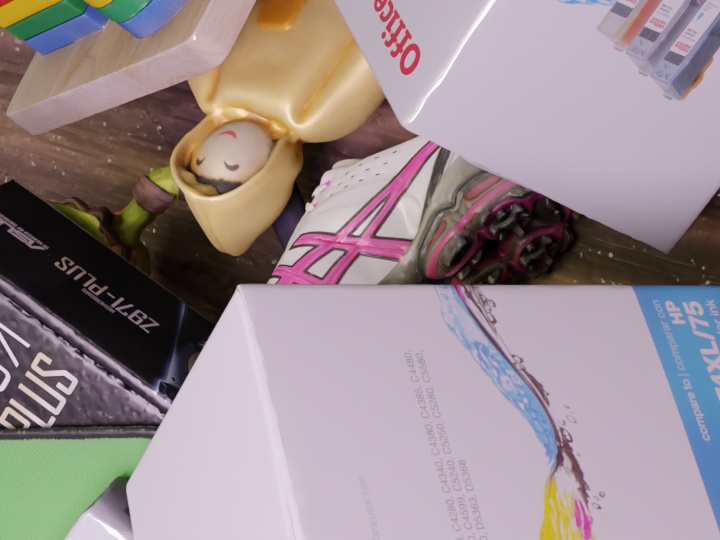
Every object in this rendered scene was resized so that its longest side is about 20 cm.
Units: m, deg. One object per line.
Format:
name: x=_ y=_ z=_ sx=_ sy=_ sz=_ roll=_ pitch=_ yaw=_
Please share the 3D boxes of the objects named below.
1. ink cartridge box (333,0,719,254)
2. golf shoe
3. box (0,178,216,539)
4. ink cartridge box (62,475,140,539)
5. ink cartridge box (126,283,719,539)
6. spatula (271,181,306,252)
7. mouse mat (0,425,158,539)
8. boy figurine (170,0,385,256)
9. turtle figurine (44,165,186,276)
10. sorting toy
ink cartridge box: x=0.103 y=-0.141 z=0.878 sx=0.201 sy=0.144 sz=0.146 roll=-53 pitch=33 yaw=21
golf shoe: x=0.000 y=0.000 z=0.997 sx=0.199 sy=0.073 sz=0.092 roll=-36 pitch=54 yaw=2
box: x=-0.145 y=0.093 z=0.948 sx=0.163 sy=0.086 sz=0.201 roll=36 pitch=112 yaw=5
ink cartridge box: x=-0.089 y=0.207 z=0.883 sx=0.162 sy=0.057 sz=0.201 roll=37 pitch=105 yaw=2
ink cartridge box: x=0.038 y=0.103 z=0.795 sx=0.147 sy=0.198 sz=0.147 roll=123 pitch=140 yaw=-49
spatula: x=-0.006 y=0.026 z=1.036 sx=0.056 sy=0.020 sz=0.201 roll=-33 pitch=79 yaw=31
mouse mat: x=-0.134 y=0.160 z=0.913 sx=0.159 sy=0.008 sz=0.202 roll=-2 pitch=105 yaw=17
boy figurine: x=-0.037 y=-0.107 z=1.026 sx=0.123 sy=0.064 sz=0.201 roll=20 pitch=80 yaw=22
turtle figurine: x=-0.125 y=-0.007 z=1.056 sx=0.200 sy=0.161 sz=0.064 roll=-45 pitch=85 yaw=10
sorting toy: x=-0.094 y=-0.178 z=1.020 sx=0.198 sy=0.069 sz=0.201 roll=-11 pitch=50 yaw=57
